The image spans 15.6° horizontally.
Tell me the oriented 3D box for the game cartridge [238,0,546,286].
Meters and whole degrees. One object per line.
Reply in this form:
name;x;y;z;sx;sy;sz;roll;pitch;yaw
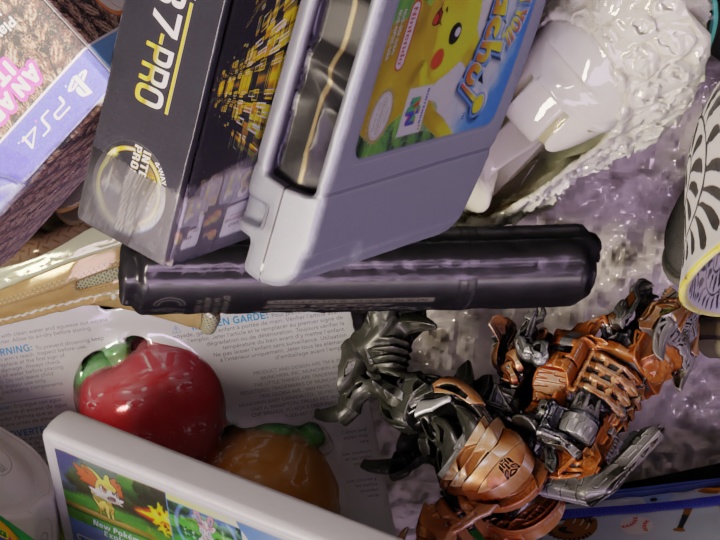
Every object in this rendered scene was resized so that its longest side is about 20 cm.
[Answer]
game cartridge;0.024;-0.096;0.961;0.040;0.133;0.201;26;113;21

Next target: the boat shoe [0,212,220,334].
boat shoe;-0.082;-0.005;1.134;0.199;0.072;0.076;-21;105;11

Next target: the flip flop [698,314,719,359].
flip flop;0.192;0.042;1.104;0.081;0.200;0.058;-11;95;-10

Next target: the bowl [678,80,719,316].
bowl;0.202;-0.063;1.003;0.200;0.094;0.201;-16;165;-5

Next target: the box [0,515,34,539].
box;-0.137;0.185;1.125;0.200;0.048;0.117;39;121;-9

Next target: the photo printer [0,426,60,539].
photo printer;-0.230;0.118;1.193;0.200;0.069;0.167;30;125;13

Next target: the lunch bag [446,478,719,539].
lunch bag;0.120;0.149;1.155;0.199;0.160;0.076;-4;116;0

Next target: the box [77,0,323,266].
box;-0.014;-0.101;0.979;0.049;0.200;0.162;29;116;24

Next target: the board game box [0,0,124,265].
board game box;-0.181;-0.108;1.012;0.200;0.097;0.159;48;121;1

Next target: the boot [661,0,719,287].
boot;0.138;-0.104;1.075;0.200;0.073;0.182;37;104;-29

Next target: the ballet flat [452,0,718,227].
ballet flat;0.078;-0.061;1.058;0.072;0.072;0.200;18;153;-11

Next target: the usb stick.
usb stick;0.000;0.000;1.092;0.199;0.033;0.055;-1;168;-8

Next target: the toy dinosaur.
toy dinosaur;0.053;0.072;1.131;0.200;0.136;0.102;-28;129;-23

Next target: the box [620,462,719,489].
box;0.204;0.177;1.285;0.199;0.048;0.194;-13;125;11

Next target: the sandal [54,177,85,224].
sandal;-0.067;-0.101;1.071;0.055;0.082;0.200;45;111;-8

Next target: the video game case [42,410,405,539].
video game case;-0.041;0.162;1.124;0.200;0.022;0.183;19;133;30

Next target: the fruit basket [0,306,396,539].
fruit basket;-0.082;0.085;1.217;0.185;0.094;0.201;-9;109;7
